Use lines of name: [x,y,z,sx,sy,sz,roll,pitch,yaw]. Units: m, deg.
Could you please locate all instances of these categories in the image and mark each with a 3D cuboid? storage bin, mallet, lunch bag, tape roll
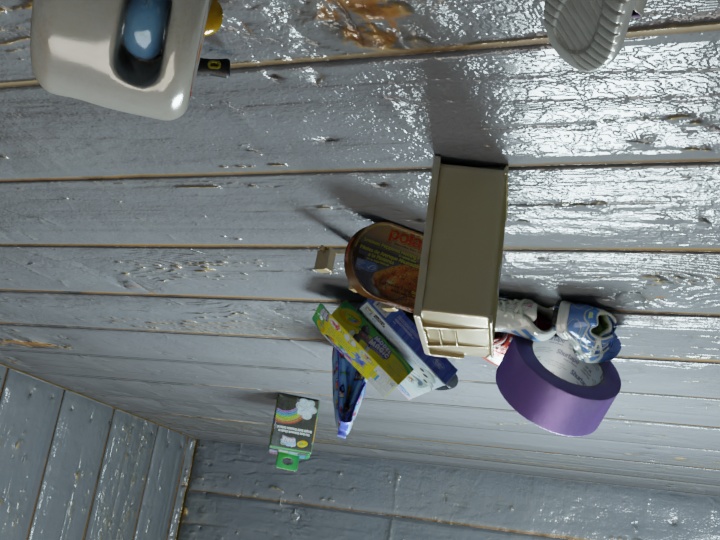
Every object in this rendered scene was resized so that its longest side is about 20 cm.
storage bin: [0.130,-0.008,1.332,0.093,0.202,0.199,5,162,9]
mallet: [0.128,0.217,2.326,0.199,0.042,0.066,26,158,-32]
lunch bag: [-0.027,0.251,2.237,0.093,0.202,0.151,11,163,-1]
tape roll: [0.336,0.184,1.811,0.198,0.201,0.085,15,119,-15]
mallet: [-0.238,-0.228,1.113,0.198,0.067,0.041,-4,165,-7]

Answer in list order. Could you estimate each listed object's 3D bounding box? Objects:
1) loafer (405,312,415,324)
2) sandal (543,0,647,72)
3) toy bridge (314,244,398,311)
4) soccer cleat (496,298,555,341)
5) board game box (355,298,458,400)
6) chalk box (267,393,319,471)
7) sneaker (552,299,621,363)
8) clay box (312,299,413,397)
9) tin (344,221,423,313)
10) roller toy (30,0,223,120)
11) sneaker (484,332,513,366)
loafer: [0.095,0.120,1.999,0.071,0.073,0.200,29,155,5]
sandal: [0.200,-0.226,0.846,0.050,0.083,0.203,-31,166,-13]
toy bridge: [0.000,0.000,1.652,0.027,0.068,0.200,-4,156,37]
soccer cleat: [0.241,0.068,1.748,0.198,0.070,0.086,10,154,-17]
board game box: [0.064,0.138,1.926,0.200,0.043,0.199,47,158,-1]
chalk box: [-0.194,0.467,3.014,0.124,0.202,0.124,11,163,-3]
sneaker: [0.390,0.108,1.751,0.077,0.076,0.199,2,163,38]
clay box: [0.000,0.133,1.910,0.200,0.048,0.115,47,159,5]
tin: [0.067,-0.001,1.543,0.199,0.113,0.042,19,170,-24]
roller toy: [-0.181,-0.220,0.866,0.138,0.184,0.200,12,162,-10]
sneaker: [0.253,0.127,1.910,0.200,0.068,0.108,18,164,-15]
